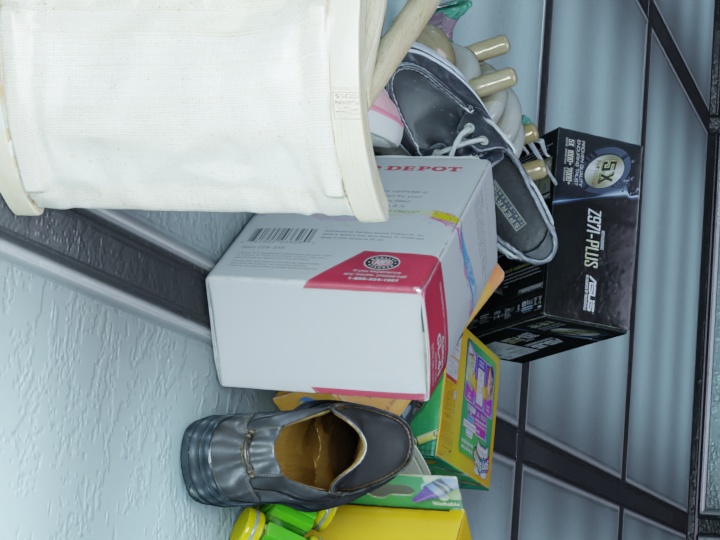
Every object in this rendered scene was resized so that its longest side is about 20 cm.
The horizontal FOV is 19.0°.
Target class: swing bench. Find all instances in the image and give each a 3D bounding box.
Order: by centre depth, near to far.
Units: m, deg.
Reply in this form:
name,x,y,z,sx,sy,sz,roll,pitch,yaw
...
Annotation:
name,x,y,z,sx,sy,sz,roll,pitch,yaw
swing bench,-0.072,-0.133,1.071,0.201,0.197,0.130,-73,157,-43

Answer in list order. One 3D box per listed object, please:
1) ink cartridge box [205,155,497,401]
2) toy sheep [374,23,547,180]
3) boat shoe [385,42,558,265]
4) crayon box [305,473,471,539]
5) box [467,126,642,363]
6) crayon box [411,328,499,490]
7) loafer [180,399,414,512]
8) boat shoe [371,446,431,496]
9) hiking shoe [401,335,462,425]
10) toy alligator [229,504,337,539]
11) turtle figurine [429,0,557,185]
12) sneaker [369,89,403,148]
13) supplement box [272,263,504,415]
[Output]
name,x,y,z,sx,sy,sz,roll,pitch,yaw
ink cartridge box,0.000,0.000,1.416,0.200,0.146,0.086,-55,144,-60
toy sheep,0.069,-0.105,1.660,0.138,0.137,0.201,-69,146,-48
boat shoe,0.076,-0.083,1.562,0.200,0.072,0.068,53,1,-17
crayon box,0.021,0.229,1.549,0.052,0.125,0.201,-70,155,-44
box,0.156,-0.017,1.866,0.200,0.085,0.165,155,-57,-64
crayon box,0.066,0.112,1.802,0.200,0.058,0.120,41,53,-69
loafer,-0.023,0.118,1.365,0.199,0.072,0.073,-5,88,-51
boat shoe,0.031,0.197,1.685,0.066,0.074,0.200,-113,-179,-66
hiking shoe,0.004,0.074,1.594,0.087,0.074,0.201,41,50,-11
toy alligator,-0.060,0.191,1.405,0.054,0.059,0.201,-45,-156,49
turtle figurine,0.088,-0.120,1.771,0.150,0.100,0.202,-163,-123,-71
sneaker,-0.015,-0.148,1.470,0.200,0.075,0.106,25,73,-67
supplement box,0.022,0.045,1.524,0.067,0.069,0.200,53,47,-15
